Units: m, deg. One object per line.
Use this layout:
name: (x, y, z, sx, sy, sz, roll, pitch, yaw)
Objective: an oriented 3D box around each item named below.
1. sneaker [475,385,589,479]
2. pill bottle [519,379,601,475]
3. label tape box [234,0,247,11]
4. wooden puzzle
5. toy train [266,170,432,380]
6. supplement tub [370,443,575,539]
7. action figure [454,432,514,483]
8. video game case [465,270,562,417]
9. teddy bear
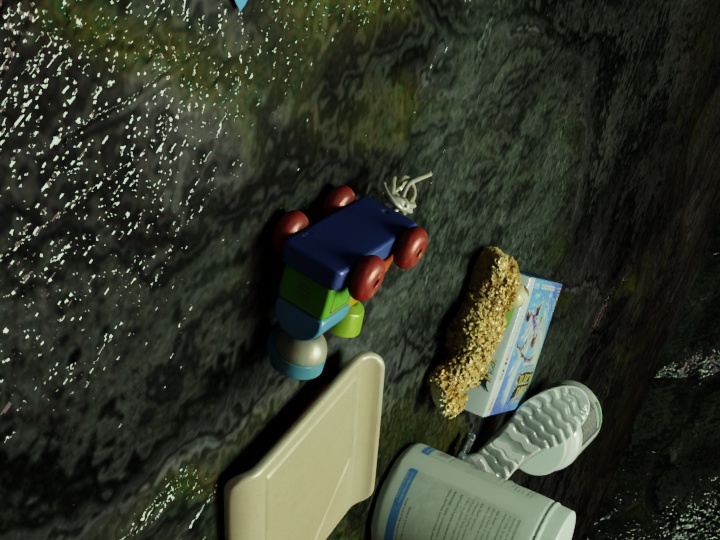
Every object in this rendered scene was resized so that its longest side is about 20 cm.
sneaker: (0.228, 0.223, 1.479, 0.199, 0.075, 0.082, -37, 178, 11)
pill bottle: (0.299, 0.244, 1.653, 0.199, 0.112, 0.115, -13, 121, -64)
label tape box: (-0.041, -0.246, 0.554, 0.146, 0.063, 0.200, -63, 156, -15)
wooden puzzle: (-0.051, 0.187, 0.923, 0.200, 0.037, 0.187, -39, 143, -44)
toy train: (0.000, 0.000, 0.833, 0.200, 0.084, 0.117, -34, 148, -55)
supplement tub: (0.123, 0.286, 1.175, 0.132, 0.198, 0.133, -47, 148, -41)
action figure: (0.137, 0.320, 1.340, 0.193, 0.103, 0.203, -105, -141, -86)
video game case: (0.198, 0.094, 1.393, 0.199, 0.045, 0.184, 8, 102, -67)
teddy bear: (0.136, 0.077, 1.211, 0.202, 0.066, 0.145, -61, 158, -19)
